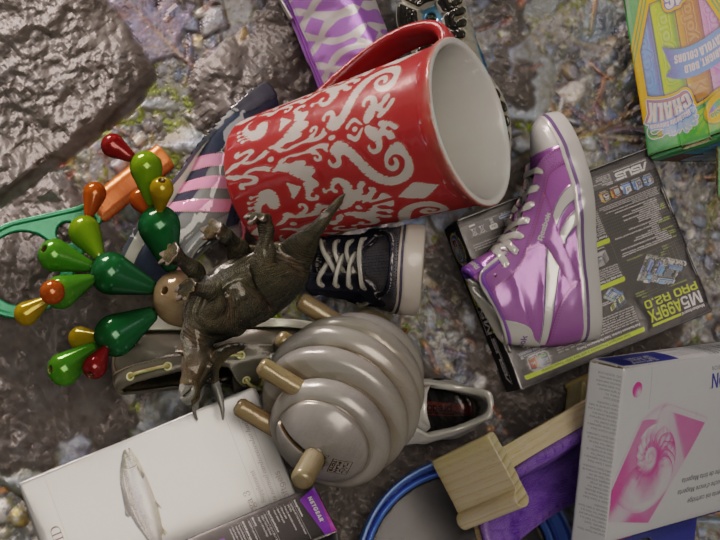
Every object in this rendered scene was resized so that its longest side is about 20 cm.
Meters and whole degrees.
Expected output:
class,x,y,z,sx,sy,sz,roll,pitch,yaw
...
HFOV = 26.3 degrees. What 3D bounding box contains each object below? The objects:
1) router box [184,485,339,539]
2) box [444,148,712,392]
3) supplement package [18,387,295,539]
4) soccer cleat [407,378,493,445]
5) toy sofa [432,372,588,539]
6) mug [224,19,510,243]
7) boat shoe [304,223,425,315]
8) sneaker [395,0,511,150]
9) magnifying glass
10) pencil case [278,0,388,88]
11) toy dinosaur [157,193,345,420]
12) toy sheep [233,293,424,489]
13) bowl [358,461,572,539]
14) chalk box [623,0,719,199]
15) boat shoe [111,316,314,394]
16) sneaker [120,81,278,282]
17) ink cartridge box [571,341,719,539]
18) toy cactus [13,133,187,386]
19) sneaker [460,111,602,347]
class,x,y,z,sx,sy,sz,roll,pitch,yaw
router box,-0.089,0.265,1.211,0.148,0.201,0.051,-21,53,-14
box,0.195,-0.001,1.383,0.199,0.044,0.161,-21,88,-14
supplement package,-0.161,0.187,1.242,0.199,0.117,0.118,-22,87,-14
soccer cleat,0.017,0.117,1.294,0.199,0.085,0.069,1,81,-23
toy sofa,0.166,0.156,1.296,0.199,0.083,0.098,-22,83,-40
mug,0.009,-0.102,1.244,0.134,0.199,0.178,65,30,-19
boat shoe,0.000,0.000,1.265,0.092,0.200,0.075,5,82,-4
sneaker,0.091,-0.153,1.353,0.078,0.090,0.201,-14,77,13
magnifying glass,-0.242,-0.036,1.307,0.200,0.022,0.080,-40,92,-12
pencil case,-0.013,-0.186,1.341,0.085,0.084,0.201,-22,88,-23
toy dinosaur,-0.090,0.010,1.193,0.200,0.077,0.102,-45,133,-8
toy sheep,-0.018,0.099,1.193,0.138,0.138,0.200,36,43,-5
bowl,0.089,0.261,1.327,0.199,0.039,0.202,2,82,-12
chalk box,0.332,-0.165,1.376,0.124,0.124,0.201,-4,82,-36
boat shoe,-0.108,0.074,1.290,0.200,0.072,0.061,1,71,-6
sneaker,-0.117,-0.064,1.311,0.082,0.070,0.200,36,85,1
ink cartridge box,0.254,0.167,1.298,0.196,0.043,0.202,-4,101,-46
toy cactus,-0.176,0.004,1.229,0.164,0.102,0.201,21,74,-7
sneaker,0.140,-0.035,1.318,0.113,0.073,0.202,-4,83,-9
